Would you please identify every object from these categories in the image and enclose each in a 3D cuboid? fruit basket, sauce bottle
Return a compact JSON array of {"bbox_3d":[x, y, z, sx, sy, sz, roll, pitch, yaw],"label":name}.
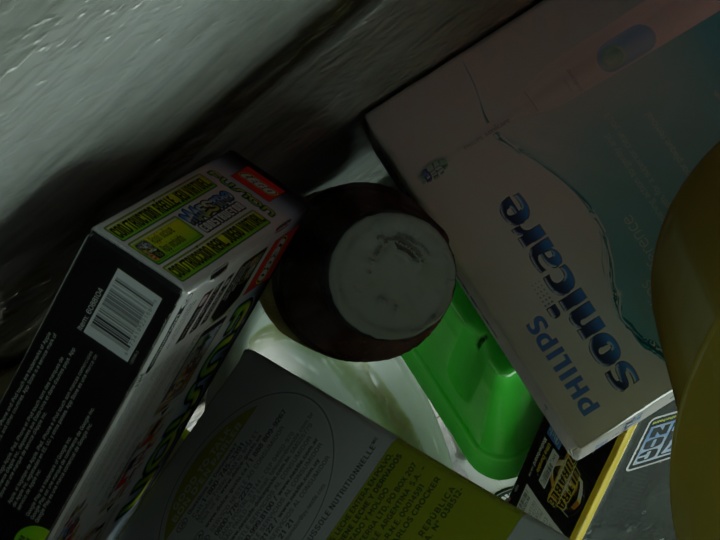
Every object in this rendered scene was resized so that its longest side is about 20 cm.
[{"bbox_3d":[0.113,0.005,1.017,0.216,0.156,0.216,-30,163,-10],"label":"fruit basket"},{"bbox_3d":[0.000,0.000,0.779,0.066,0.066,0.200,-32,-176,-7],"label":"sauce bottle"}]

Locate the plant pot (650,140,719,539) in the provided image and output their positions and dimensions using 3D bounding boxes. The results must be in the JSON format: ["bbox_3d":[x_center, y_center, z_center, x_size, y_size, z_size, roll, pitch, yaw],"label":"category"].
[{"bbox_3d":[0.179,0.033,0.678,0.201,0.201,0.189,-33,-153,5],"label":"plant pot"}]

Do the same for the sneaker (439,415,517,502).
[{"bbox_3d":[0.068,0.034,1.118,0.074,0.200,0.089,-32,131,20],"label":"sneaker"}]

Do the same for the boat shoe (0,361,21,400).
[{"bbox_3d":[-0.148,0.087,0.804,0.073,0.063,0.201,-37,179,26],"label":"boat shoe"}]

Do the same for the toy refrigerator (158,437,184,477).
[{"bbox_3d":[-0.161,0.126,0.881,0.200,0.070,0.076,-25,129,-24],"label":"toy refrigerator"}]

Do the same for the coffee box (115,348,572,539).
[{"bbox_3d":[0.018,0.177,0.741,0.200,0.200,0.198,-57,-144,-5],"label":"coffee box"}]

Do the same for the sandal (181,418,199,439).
[{"bbox_3d":[-0.053,0.113,1.221,0.200,0.087,0.079,-28,-158,-6],"label":"sandal"}]

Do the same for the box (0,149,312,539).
[{"bbox_3d":[-0.092,0.062,0.717,0.200,0.035,0.110,-59,172,22],"label":"box"}]

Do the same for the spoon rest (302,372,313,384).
[{"bbox_3d":[-0.022,0.047,1.101,0.099,0.061,0.200,-34,171,13],"label":"spoon rest"}]

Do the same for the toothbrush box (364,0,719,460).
[{"bbox_3d":[0.124,-0.043,0.823,0.200,0.146,0.085,-33,171,-1],"label":"toothbrush box"}]

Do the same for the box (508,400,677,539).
[{"bbox_3d":[0.167,0.054,0.968,0.200,0.049,0.160,-15,139,-32],"label":"box"}]

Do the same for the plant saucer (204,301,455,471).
[{"bbox_3d":[-0.019,0.101,0.963,0.050,0.200,0.200,-19,178,26],"label":"plant saucer"}]
